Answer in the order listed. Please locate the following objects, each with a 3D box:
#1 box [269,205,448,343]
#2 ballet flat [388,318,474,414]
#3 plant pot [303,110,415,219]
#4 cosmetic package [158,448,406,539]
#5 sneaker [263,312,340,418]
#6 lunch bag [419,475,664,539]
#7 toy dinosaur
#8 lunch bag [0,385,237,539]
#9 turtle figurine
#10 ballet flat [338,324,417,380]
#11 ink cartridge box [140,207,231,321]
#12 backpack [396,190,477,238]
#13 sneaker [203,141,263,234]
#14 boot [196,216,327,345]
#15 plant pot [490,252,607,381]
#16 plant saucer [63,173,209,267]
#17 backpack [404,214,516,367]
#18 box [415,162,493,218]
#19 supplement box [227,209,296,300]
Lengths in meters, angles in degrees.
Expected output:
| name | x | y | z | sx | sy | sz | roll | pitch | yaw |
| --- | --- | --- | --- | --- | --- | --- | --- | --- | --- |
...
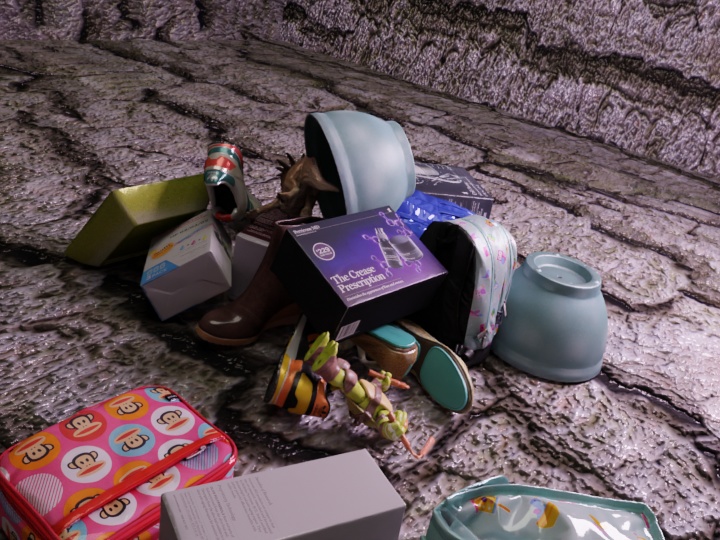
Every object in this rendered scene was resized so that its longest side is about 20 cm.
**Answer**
| name | x | y | z | sx | sy | sz | roll | pitch | yaw |
| --- | --- | --- | --- | --- | --- | --- | --- | --- | --- |
| box | 0.000 | 0.000 | 0.950 | 0.197 | 0.080 | 0.141 | -17 | 55 | -43 |
| ballet flat | 0.099 | 0.124 | 0.977 | 0.069 | 0.072 | 0.199 | -9 | 32 | -37 |
| plant pot | 0.005 | -0.155 | 1.087 | 0.131 | 0.205 | 0.201 | -17 | 32 | -13 |
| cosmetic package | -0.067 | 0.238 | 0.610 | 0.196 | 0.110 | 0.085 | -3 | 27 | -32 |
| sneaker | -0.060 | 0.123 | 0.920 | 0.088 | 0.071 | 0.201 | 26 | 25 | -3 |
| lunch bag | 0.127 | 0.263 | 0.557 | 0.194 | 0.174 | 0.123 | 11 | 25 | -7 |
| toy dinosaur | -0.091 | -0.132 | 1.078 | 0.085 | 0.199 | 0.138 | 35 | 61 | -19 |
| lunch bag | -0.216 | 0.204 | 0.660 | 0.174 | 0.084 | 0.198 | 30 | 32 | 28 |
| turtle figurine | 0.004 | 0.146 | 0.845 | 0.161 | 0.064 | 0.200 | 43 | 9 | -15 |
| ballet flat | 0.002 | 0.090 | 0.991 | 0.067 | 0.074 | 0.198 | -14 | 34 | -42 |
| ink cartridge box | -0.258 | -0.022 | 1.069 | 0.113 | 0.069 | 0.201 | -25 | 28 | 2 |
| backpack | 0.118 | -0.033 | 1.201 | 0.195 | 0.166 | 0.169 | 17 | 22 | -9 |
| sneaker | -0.202 | -0.098 | 1.106 | 0.068 | 0.202 | 0.095 | 0 | 51 | 10 |
| boot | -0.135 | 0.008 | 0.989 | 0.197 | 0.170 | 0.072 | -13 | 36 | -42 |
| plant pot | 0.296 | 0.057 | 1.100 | 0.195 | 0.137 | 0.201 | 9 | 25 | -4 |
| plant saucer | -0.337 | -0.072 | 1.116 | 0.198 | 0.199 | 0.049 | -23 | 81 | -50 |
| backpack | 0.147 | 0.018 | 1.050 | 0.125 | 0.205 | 0.166 | -12 | 32 | -40 |
| box | 0.146 | -0.136 | 1.476 | 0.191 | 0.127 | 0.201 | 2 | 26 | -14 |
| supplement box | -0.142 | -0.033 | 1.148 | 0.059 | 0.111 | 0.200 | 17 | 26 | 8 |
